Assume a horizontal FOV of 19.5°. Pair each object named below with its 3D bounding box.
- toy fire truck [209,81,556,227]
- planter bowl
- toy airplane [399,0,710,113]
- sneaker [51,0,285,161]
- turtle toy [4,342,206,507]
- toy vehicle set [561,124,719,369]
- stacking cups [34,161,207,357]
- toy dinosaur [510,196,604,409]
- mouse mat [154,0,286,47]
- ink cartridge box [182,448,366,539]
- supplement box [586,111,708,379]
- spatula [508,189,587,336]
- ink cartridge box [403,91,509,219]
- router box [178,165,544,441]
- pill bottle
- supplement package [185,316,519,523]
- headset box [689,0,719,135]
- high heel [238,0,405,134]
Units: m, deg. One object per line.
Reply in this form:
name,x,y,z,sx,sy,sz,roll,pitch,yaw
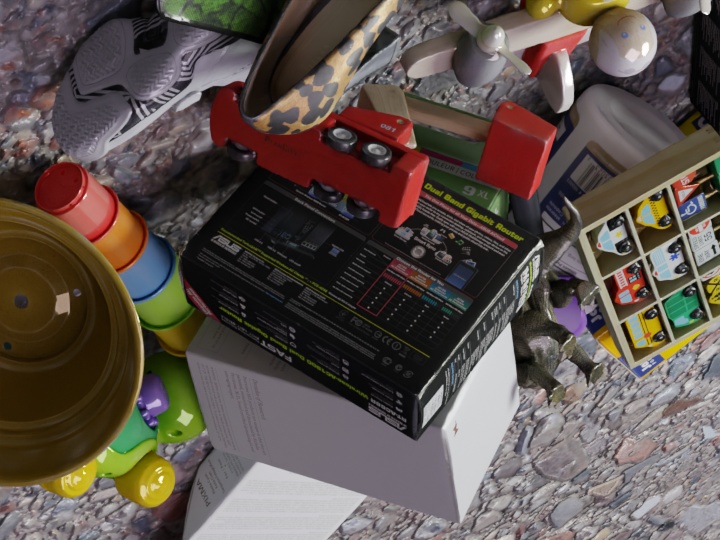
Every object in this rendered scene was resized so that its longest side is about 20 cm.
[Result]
toy fire truck,0.015,-0.091,1.392,0.141,0.199,0.049,-45,156,-53
planter bowl,-0.230,0.033,1.365,0.199,0.084,0.201,3,111,7
toy airplane,0.145,-0.173,1.398,0.200,0.141,0.199,-45,145,18
sneaker,-0.095,-0.130,1.313,0.200,0.075,0.115,-44,142,10
turtle toy,-0.187,0.098,1.488,0.200,0.145,0.102,13,95,-48
toy vehicle set,0.230,-0.014,1.567,0.124,0.027,0.200,-30,143,0
stacking cups,-0.160,-0.005,1.432,0.060,0.061,0.200,-36,145,5
toy dinosaur,0.121,0.034,1.507,0.077,0.102,0.201,-37,137,-30
mouse mat,-0.036,-0.211,1.244,0.200,0.008,0.162,6,106,-56
ink cartridge box,-0.083,0.199,1.774,0.160,0.047,0.200,7,135,-45
supplement box,0.259,-0.026,1.705,0.200,0.109,0.109,-40,146,9
spatula,0.129,-0.011,1.532,0.056,0.021,0.200,-5,143,9
ink cartridge box,0.049,-0.034,1.518,0.200,0.103,0.059,88,27,-52
router box,0.000,0.000,1.402,0.150,0.199,0.062,-49,158,-27
pill bottle,0.162,-0.035,1.612,0.111,0.111,0.200,7,130,-44
supplement package,-0.003,0.076,1.476,0.117,0.199,0.118,-59,153,-34
headset box,0.336,-0.133,1.553,0.092,0.200,0.174,-25,145,-11
high heel,-0.013,-0.176,1.221,0.142,0.071,0.201,-38,147,-45
